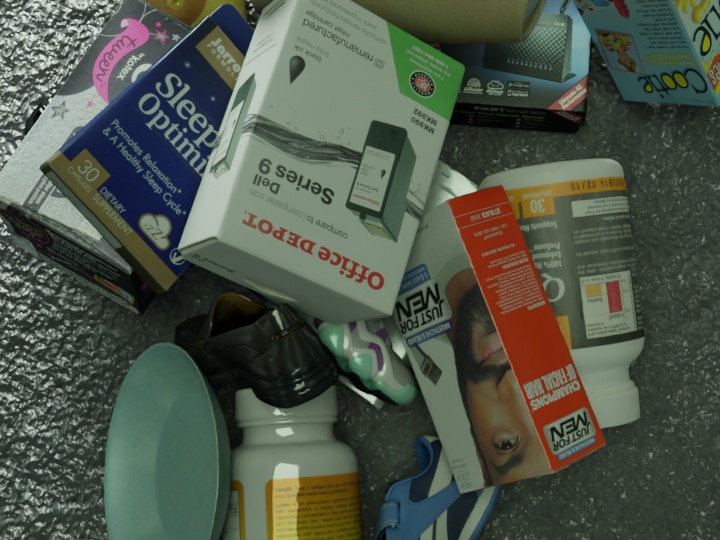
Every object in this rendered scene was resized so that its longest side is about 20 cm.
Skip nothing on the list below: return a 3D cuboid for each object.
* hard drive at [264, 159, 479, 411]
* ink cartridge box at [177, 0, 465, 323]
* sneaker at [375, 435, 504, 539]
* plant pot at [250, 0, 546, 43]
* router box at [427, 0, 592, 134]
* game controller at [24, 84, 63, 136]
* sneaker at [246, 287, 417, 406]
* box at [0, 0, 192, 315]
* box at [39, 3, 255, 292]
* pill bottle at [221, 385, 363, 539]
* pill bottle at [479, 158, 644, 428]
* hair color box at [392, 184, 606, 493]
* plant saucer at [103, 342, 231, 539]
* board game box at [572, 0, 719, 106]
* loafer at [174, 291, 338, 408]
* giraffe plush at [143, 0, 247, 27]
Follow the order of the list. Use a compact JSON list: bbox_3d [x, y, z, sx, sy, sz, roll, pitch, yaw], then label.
[{"bbox_3d":[0.021,-0.003,0.907,0.131,0.026,0.201,34,85,8],"label":"hard drive"},{"bbox_3d":[-0.025,-0.080,0.770,0.145,0.084,0.202,23,74,-24],"label":"ink cartridge box"},{"bbox_3d":[0.039,0.213,0.825,0.082,0.074,0.200,31,55,6],"label":"sneaker"},{"bbox_3d":[0.044,-0.246,0.799,0.199,0.187,0.189,23,83,12],"label":"plant pot"},{"bbox_3d":[0.098,-0.204,0.913,0.198,0.062,0.151,5,80,5],"label":"router box"},{"bbox_3d":[-0.199,-0.090,0.936,0.104,0.042,0.200,-42,81,-18],"label":"game controller"},{"bbox_3d":[0.000,0.000,0.858,0.200,0.078,0.140,43,76,-2],"label":"sneaker"},{"bbox_3d":[-0.180,-0.092,0.856,0.131,0.115,0.201,29,70,3],"label":"box"},{"bbox_3d":[-0.119,-0.097,0.787,0.121,0.032,0.200,48,65,-16],"label":"box"},{"bbox_3d":[-0.053,0.193,0.839,0.110,0.111,0.202,-4,81,4],"label":"pill bottle"},{"bbox_3d":[0.160,0.019,0.844,0.115,0.116,0.202,-7,88,3],"label":"pill bottle"},{"bbox_3d":[0.089,0.053,0.793,0.064,0.111,0.202,-18,83,-36],"label":"hair color box"},{"bbox_3d":[-0.145,0.158,0.840,0.038,0.200,0.203,7,79,-36],"label":"plant saucer"},{"bbox_3d":[0.230,-0.239,0.829,0.103,0.105,0.200,-46,121,-17],"label":"board game box"},{"bbox_3d":[-0.091,0.048,0.833,0.073,0.199,0.073,-32,112,-32],"label":"loafer"},{"bbox_3d":[-0.138,-0.256,0.912,0.199,0.172,0.163,21,94,-27],"label":"giraffe plush"}]
